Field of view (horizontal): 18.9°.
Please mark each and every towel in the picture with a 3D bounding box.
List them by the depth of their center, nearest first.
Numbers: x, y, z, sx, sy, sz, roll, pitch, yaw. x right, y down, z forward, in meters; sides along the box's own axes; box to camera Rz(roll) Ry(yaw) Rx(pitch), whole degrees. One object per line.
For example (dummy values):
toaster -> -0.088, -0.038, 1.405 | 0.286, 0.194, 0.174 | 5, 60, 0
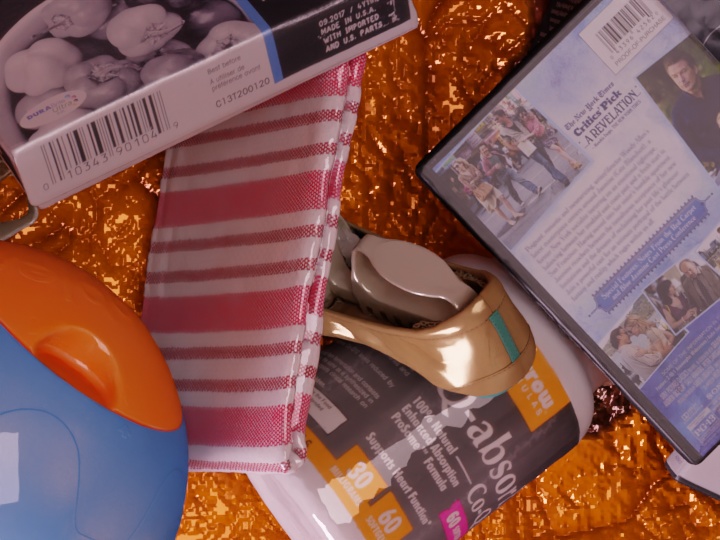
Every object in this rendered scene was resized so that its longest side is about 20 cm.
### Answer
towel -> -0.054, -0.002, 1.028 | 0.030, 0.146, 0.201 | 14, 80, -33

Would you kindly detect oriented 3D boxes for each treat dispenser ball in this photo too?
treat dispenser ball -> -0.177, 0.086, 0.972 | 0.200, 0.201, 0.202 | 0, 90, -16

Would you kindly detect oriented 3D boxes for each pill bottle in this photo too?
pill bottle -> 0.043, 0.064, 1.082 | 0.200, 0.116, 0.117 | -37, 100, -13

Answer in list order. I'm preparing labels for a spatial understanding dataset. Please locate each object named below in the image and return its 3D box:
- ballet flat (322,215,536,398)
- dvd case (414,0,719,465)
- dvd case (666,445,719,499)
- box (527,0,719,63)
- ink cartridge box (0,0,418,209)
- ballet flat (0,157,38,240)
ballet flat -> 0.000, 0.000, 1.033 | 0.069, 0.199, 0.063 | -49, 138, -26
dvd case -> 0.142, -0.026, 1.036 | 0.143, 0.018, 0.200 | -44, 97, -2
dvd case -> 0.269, 0.053, 1.126 | 0.142, 0.018, 0.200 | 25, 110, -33
box -> 0.180, -0.116, 1.107 | 0.148, 0.107, 0.201 | 23, 96, -15
ink cartridge box -> -0.107, -0.135, 1.006 | 0.197, 0.200, 0.044 | -27, 136, -15
ballet flat -> -0.169, -0.059, 1.052 | 0.200, 0.068, 0.073 | -40, 120, -13
